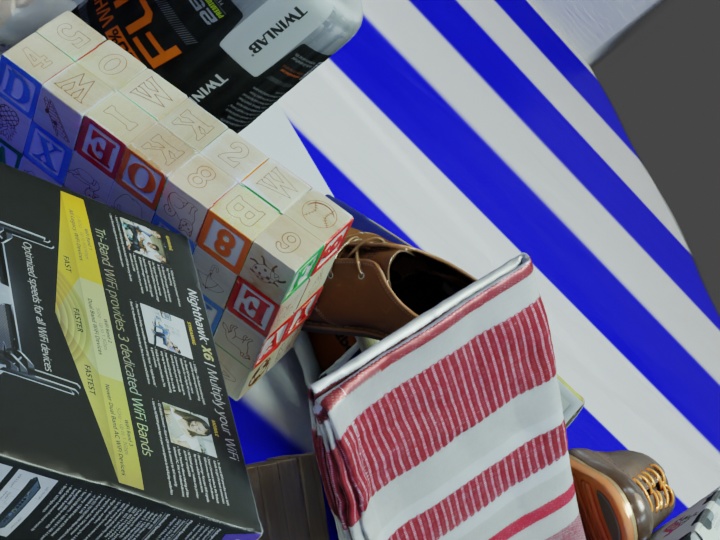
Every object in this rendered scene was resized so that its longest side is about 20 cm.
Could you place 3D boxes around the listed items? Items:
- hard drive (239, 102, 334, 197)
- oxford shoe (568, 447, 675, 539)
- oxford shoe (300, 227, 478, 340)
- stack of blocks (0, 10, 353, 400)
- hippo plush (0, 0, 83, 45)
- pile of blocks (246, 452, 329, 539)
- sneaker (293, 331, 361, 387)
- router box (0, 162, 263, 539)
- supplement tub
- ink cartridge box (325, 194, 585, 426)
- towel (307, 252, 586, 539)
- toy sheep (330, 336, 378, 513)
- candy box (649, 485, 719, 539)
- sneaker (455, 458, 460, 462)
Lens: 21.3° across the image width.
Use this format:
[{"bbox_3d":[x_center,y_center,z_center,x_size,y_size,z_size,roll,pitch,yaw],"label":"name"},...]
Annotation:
[{"bbox_3d":[-0.062,-0.070,1.451,0.200,0.027,0.132,60,18,22],"label":"hard drive"},{"bbox_3d":[0.148,0.129,1.116,0.200,0.073,0.071,159,-87,-86],"label":"oxford shoe"},{"bbox_3d":[0.000,0.000,1.078,0.200,0.071,0.071,19,-26,16],"label":"oxford shoe"},{"bbox_3d":[-0.114,-0.035,1.051,0.200,0.115,0.059,37,46,10],"label":"stack of blocks"},{"bbox_3d":[-0.173,-0.221,1.229,0.200,0.161,0.159,49,16,-8],"label":"hippo plush"},{"bbox_3d":[-0.026,0.183,0.992,0.200,0.082,0.062,59,-28,-9],"label":"pile of blocks"},{"bbox_3d":[0.020,0.085,1.253,0.200,0.078,0.079,45,3,14],"label":"sneaker"},{"bbox_3d":[-0.140,0.042,0.897,0.157,0.052,0.200,23,34,-35],"label":"router box"},{"bbox_3d":[-0.107,-0.135,1.158,0.123,0.200,0.123,46,18,-19],"label":"supplement tub"},{"bbox_3d":[0.032,0.012,1.255,0.200,0.047,0.198,45,-4,-27],"label":"ink cartridge box"},{"bbox_3d":[0.050,0.107,0.945,0.023,0.144,0.200,26,-41,46],"label":"towel"},{"bbox_3d":[0.038,0.117,1.152,0.138,0.138,0.200,8,63,-67],"label":"toy sheep"},{"bbox_3d":[0.138,0.212,1.093,0.061,0.200,0.136,54,17,7],"label":"candy box"},{"bbox_3d":[0.044,0.089,1.021,0.200,0.067,0.090,35,40,-44],"label":"sneaker"}]
